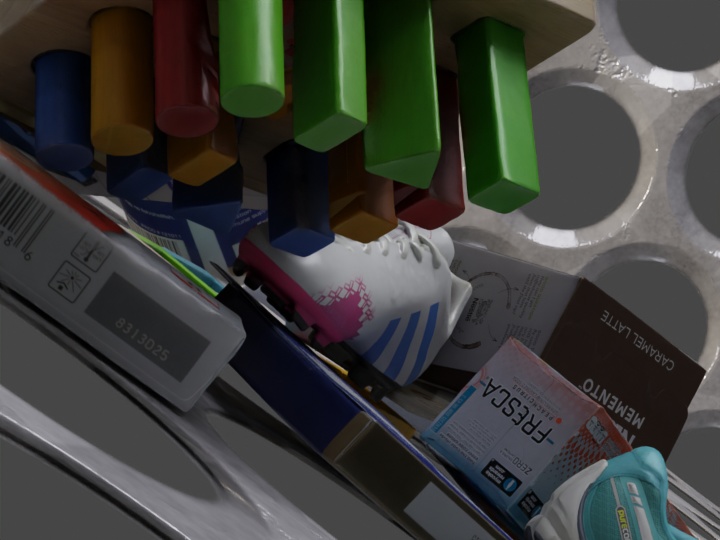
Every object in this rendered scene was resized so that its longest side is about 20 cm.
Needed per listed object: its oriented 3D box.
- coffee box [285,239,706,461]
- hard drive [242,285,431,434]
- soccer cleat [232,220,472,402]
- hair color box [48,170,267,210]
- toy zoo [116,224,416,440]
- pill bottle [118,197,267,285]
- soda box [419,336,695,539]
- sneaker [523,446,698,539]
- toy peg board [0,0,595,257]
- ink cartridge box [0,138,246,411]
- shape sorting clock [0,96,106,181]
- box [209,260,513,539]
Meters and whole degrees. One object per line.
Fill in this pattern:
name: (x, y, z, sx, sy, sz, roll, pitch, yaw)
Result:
coffee box: (0.069, 0.042, 1.518, 0.114, 0.080, 0.200, 34, -10, -37)
hard drive: (0.023, 0.065, 1.823, 0.200, 0.042, 0.135, 37, 3, 16)
soccer cleat: (0.000, 0.000, 1.384, 0.070, 0.086, 0.200, 42, -1, 22)
hair color box: (-0.086, -0.088, 1.391, 0.200, 0.065, 0.109, 4, -37, 34)
toy zoo: (-0.047, 0.043, 1.546, 0.131, 0.020, 0.200, 38, 3, 31)
pill bottle: (-0.094, -0.093, 1.575, 0.116, 0.116, 0.200, 38, -22, 37)
soda box: (0.103, 0.113, 1.373, 0.064, 0.068, 0.200, 38, -8, 36)
sneaker: (0.159, 0.166, 1.278, 0.200, 0.080, 0.078, 51, -2, -16)
toy peg board: (-0.037, -0.066, 1.191, 0.200, 0.199, 0.098, 20, 55, -36)
ink cartridge box: (-0.126, -0.015, 1.251, 0.162, 0.050, 0.200, 36, 6, -7)
shape sorting clock: (-0.203, -0.092, 1.330, 0.200, 0.039, 0.200, 20, -4, 1)
box: (-0.007, 0.072, 1.316, 0.121, 0.032, 0.200, 43, 0, -32)
